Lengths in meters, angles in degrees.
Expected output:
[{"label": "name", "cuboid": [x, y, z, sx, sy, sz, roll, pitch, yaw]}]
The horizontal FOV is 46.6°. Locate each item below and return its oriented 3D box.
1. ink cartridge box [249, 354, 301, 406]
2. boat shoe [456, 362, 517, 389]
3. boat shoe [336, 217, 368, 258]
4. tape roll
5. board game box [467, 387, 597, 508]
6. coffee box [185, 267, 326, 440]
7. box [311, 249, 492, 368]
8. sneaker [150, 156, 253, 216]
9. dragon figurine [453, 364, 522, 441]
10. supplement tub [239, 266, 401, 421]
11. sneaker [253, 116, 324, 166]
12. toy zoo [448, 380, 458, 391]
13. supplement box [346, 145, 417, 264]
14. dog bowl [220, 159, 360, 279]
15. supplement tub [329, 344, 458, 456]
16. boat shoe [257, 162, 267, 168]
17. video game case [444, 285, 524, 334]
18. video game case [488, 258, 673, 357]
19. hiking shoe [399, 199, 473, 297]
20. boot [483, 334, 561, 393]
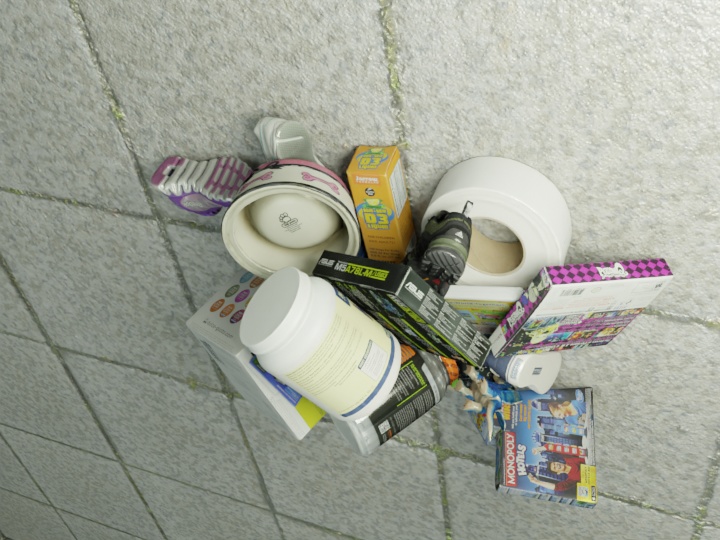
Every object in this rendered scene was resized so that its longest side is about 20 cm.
[{"label": "ink cartridge box", "cuboid": [-0.064, 0.099, 1.259, 0.120, 0.201, 0.042, 49, 164, -32]}, {"label": "boat shoe", "cuboid": [0.186, 0.168, 1.346, 0.074, 0.067, 0.199, 19, 163, 41]}, {"label": "boat shoe", "cuboid": [0.000, 0.000, 1.316, 0.071, 0.073, 0.202, -5, 130, 36]}, {"label": "tape roll", "cuboid": [0.186, -0.054, 1.148, 0.199, 0.071, 0.205, 17, 138, 15]}, {"label": "board game box", "cuboid": [0.264, 0.267, 1.310, 0.195, 0.203, 0.062, 9, 140, 3]}, {"label": "coffee box", "cuboid": [-0.126, 0.111, 1.367, 0.198, 0.198, 0.202, 20, 148, 53]}, {"label": "box", "cuboid": [0.056, 0.052, 1.150, 0.199, 0.048, 0.191, 41, 161, -34]}, {"label": "sneaker", "cuboid": [-0.236, -0.125, 1.327, 0.197, 0.081, 0.089, 9, 144, 30]}, {"label": "dragon figurine", "cuboid": [0.198, 0.193, 1.221, 0.098, 0.200, 0.060, 28, 99, -16]}, {"label": "supplement tub", "cuboid": [-0.055, 0.101, 1.154, 0.144, 0.147, 0.199, -20, 132, 43]}, {"label": "sneaker", "cuboid": [-0.092, -0.148, 1.229, 0.080, 0.070, 0.202, 30, 155, 41]}, {"label": "toy zoo", "cuboid": [0.127, 0.118, 1.407, 0.129, 0.021, 0.202, 23, 140, 8]}, {"label": "supplement box", "cuboid": [0.035, -0.081, 1.214, 0.065, 0.069, 0.203, 4, 132, 22]}, {"label": "dog bowl", "cuboid": [-0.095, -0.072, 1.185, 0.195, 0.075, 0.202, 2, 139, 2]}, {"label": "supplement tub", "cuboid": [0.049, 0.184, 1.301, 0.123, 0.198, 0.123, 50, 162, 24]}, {"label": "boat shoe", "cuboid": [-0.108, -0.083, 1.304, 0.066, 0.070, 0.200, 1, 140, 51]}, {"label": "video game case", "cuboid": [0.170, 0.063, 1.234, 0.196, 0.023, 0.182, 2, 158, 30]}, {"label": "video game case", "cuboid": [0.296, 0.053, 1.137, 0.196, 0.036, 0.182, -4, 146, -22]}, {"label": "hiking shoe", "cuboid": [0.105, -0.023, 1.108, 0.075, 0.102, 0.200, 30, 161, -8]}, {"label": "boot", "cuboid": [0.241, 0.135, 1.279, 0.089, 0.074, 0.199, 26, -178, 31]}]
